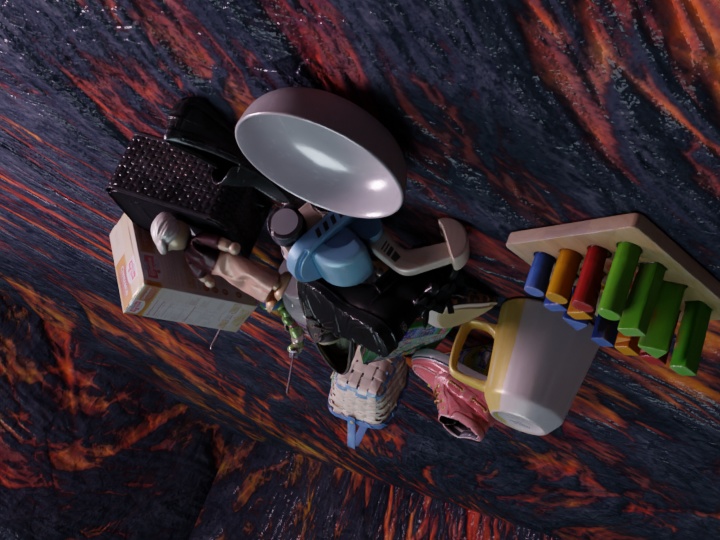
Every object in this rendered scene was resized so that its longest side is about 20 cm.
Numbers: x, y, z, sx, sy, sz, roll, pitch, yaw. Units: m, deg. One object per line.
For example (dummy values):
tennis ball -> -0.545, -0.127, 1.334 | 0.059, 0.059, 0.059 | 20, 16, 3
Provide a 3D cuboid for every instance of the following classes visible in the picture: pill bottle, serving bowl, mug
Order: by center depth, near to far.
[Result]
serving bowl -> -0.034, -0.137, 0.987 | 0.197, 0.067, 0.201 | 21, 162, 7
mug -> 0.233, 0.142, 1.284 | 0.148, 0.155, 0.185 | 33, 159, -29
pill bottle -> -0.059, 0.047, 1.437 | 0.111, 0.114, 0.200 | 14, 159, 24

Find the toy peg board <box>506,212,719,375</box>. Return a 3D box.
toy peg board -> 0.284, 0.039, 1.031 | 0.199, 0.099, 0.198 | 34, 159, -27

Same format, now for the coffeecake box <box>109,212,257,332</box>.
coffeecake box -> -0.274, 0.000, 1.407 | 0.198, 0.155, 0.073 | 14, 132, -39

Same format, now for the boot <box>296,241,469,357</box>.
boot -> 0.031, 0.021, 1.193 | 0.197, 0.162, 0.074 | 25, 146, 42

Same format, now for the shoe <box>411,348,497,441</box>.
shoe -> 0.139, 0.198, 1.454 | 0.198, 0.091, 0.072 | 22, 150, 41

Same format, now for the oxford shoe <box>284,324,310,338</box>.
oxford shoe -> -0.063, 0.105, 1.687 | 0.197, 0.059, 0.075 | 8, 154, 35

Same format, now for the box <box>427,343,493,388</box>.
box -> 0.193, 0.177, 1.552 | 0.064, 0.071, 0.200 | 32, 160, -13

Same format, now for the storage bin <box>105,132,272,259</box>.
storage bin -> -0.240, -0.101, 1.285 | 0.197, 0.095, 0.136 | 18, 161, 18

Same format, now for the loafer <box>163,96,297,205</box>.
loafer -> -0.160, -0.134, 1.135 | 0.200, 0.071, 0.068 | 36, 158, -32

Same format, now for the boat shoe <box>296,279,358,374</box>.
boat shoe -> -0.043, 0.080, 1.328 | 0.070, 0.067, 0.202 | -10, 140, 9

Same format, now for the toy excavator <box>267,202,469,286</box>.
toy excavator -> 0.011, -0.031, 1.137 | 0.200, 0.194, 0.100 | 46, 171, 23

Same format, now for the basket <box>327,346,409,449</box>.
basket -> 0.018, 0.222, 1.734 | 0.137, 0.178, 0.202 | 15, 141, 19

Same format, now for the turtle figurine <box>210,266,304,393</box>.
turtle figurine -> -0.161, 0.088, 1.550 | 0.141, 0.204, 0.194 | 5, -178, 8

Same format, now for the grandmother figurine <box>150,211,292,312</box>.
grandmother figurine -> -0.196, -0.015, 1.242 | 0.198, 0.061, 0.122 | 30, 133, -10

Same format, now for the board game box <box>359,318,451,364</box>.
board game box -> 0.074, 0.102, 1.447 | 0.132, 0.030, 0.200 | -12, 163, -10

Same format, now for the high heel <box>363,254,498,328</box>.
high heel -> 0.089, 0.009, 1.281 | 0.196, 0.145, 0.072 | -7, 150, -16
